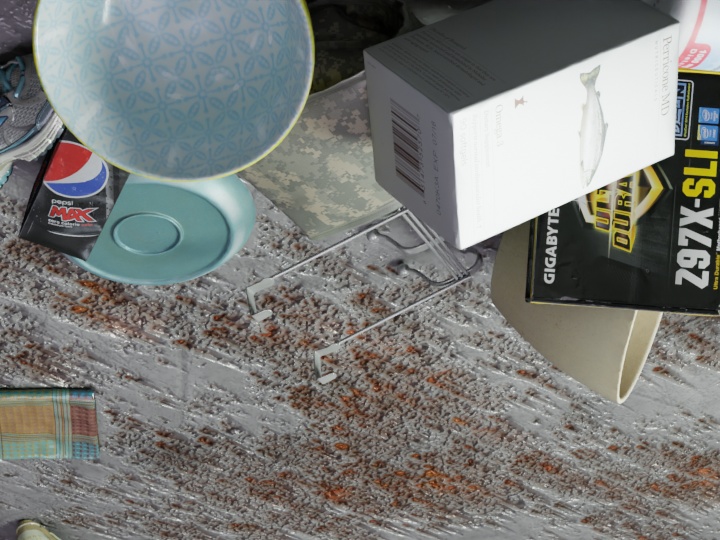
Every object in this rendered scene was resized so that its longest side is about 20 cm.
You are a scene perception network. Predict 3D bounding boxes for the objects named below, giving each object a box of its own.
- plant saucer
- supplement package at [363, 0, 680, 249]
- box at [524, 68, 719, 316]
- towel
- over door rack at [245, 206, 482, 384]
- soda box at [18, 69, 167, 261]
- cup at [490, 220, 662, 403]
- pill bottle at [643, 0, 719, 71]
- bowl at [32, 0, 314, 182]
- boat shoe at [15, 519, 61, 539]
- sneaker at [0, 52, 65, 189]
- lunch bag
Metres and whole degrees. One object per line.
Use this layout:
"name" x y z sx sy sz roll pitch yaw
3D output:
"plant saucer" -0.196 -0.042 1.335 0.199 0.028 0.201 -3 144 -2
"supplement package" 0.118 -0.121 1.055 0.199 0.117 0.117 -24 130 -21
"box" 0.221 -0.067 1.189 0.159 0.201 0.049 5 180 0
"towel" -0.395 0.175 1.627 0.199 0.022 0.147 0 145 -7
"over door rack" 0.000 0.000 1.366 0.200 0.067 0.148 -36 139 7
"soda box" -0.217 -0.101 1.188 0.063 0.071 0.200 20 133 -16
"cup" 0.202 0.005 1.329 0.143 0.201 0.201 17 150 18
"pill bottle" 0.313 -0.201 1.093 0.199 0.109 0.109 4 144 -11
"bowl" -0.129 -0.176 1.058 0.199 0.108 0.201 1 118 2
"boat shoe" -0.401 0.387 1.909 0.073 0.063 0.201 -22 150 3
"sneaker" -0.296 -0.126 1.162 0.086 0.078 0.200 26 135 -31
"lunch bag" -0.001 -0.131 1.150 0.199 0.118 0.164 -18 142 27
